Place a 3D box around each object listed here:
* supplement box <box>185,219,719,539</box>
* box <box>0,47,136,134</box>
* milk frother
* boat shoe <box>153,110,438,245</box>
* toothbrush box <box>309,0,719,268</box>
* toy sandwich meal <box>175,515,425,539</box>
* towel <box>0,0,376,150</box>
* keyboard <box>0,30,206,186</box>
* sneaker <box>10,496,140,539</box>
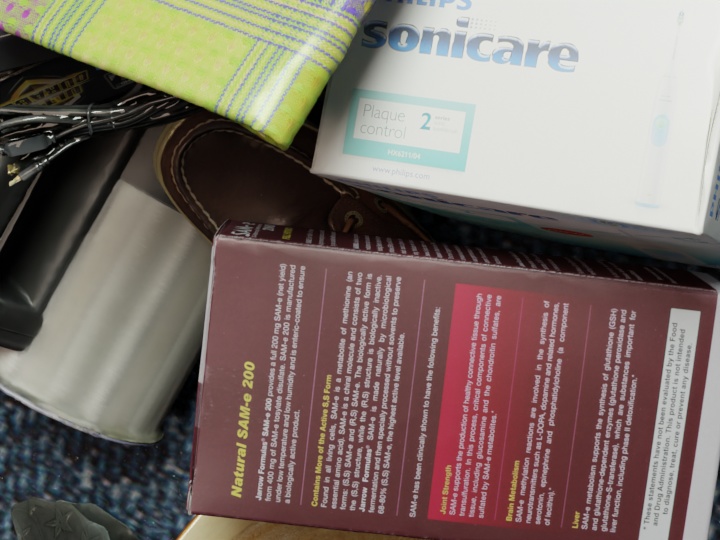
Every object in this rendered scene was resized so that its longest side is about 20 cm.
[{"bbox_3d":[0.038,0.046,0.610,0.198,0.061,0.110,7,98,-2],"label":"supplement box"},{"bbox_3d":[-0.090,-0.178,0.633,0.199,0.050,0.200,-23,66,5],"label":"box"},{"bbox_3d":[-0.143,-0.054,0.751,0.200,0.180,0.189,37,99,50],"label":"milk frother"},{"bbox_3d":[0.000,0.000,0.669,0.200,0.072,0.072,41,95,-19],"label":"boat shoe"},{"bbox_3d":[0.088,-0.056,0.625,0.145,0.200,0.086,10,89,20],"label":"toothbrush box"},{"bbox_3d":[-0.010,0.185,0.702,0.204,0.070,0.207,1,87,-14],"label":"toy sandwich meal"},{"bbox_3d":[-0.030,-0.144,0.549,0.143,0.023,0.201,22,71,25],"label":"towel"},{"bbox_3d":[-0.080,-0.101,0.565,0.199,0.021,0.128,-13,65,11],"label":"keyboard"},{"bbox_3d":[-0.112,0.204,0.757,0.104,0.060,0.201,-13,76,18],"label":"sneaker"}]
